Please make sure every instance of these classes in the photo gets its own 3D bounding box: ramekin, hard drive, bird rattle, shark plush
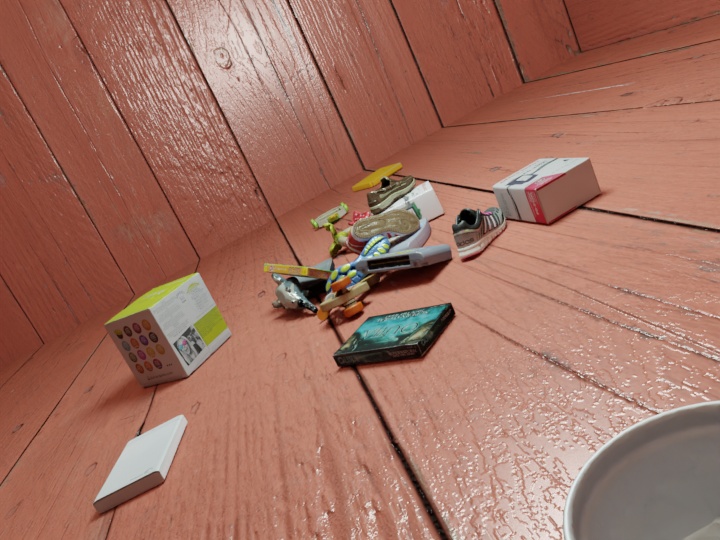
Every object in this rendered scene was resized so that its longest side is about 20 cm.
[{"bbox_3d":[0.242,0.188,0.406,0.197,0.107,0.201,-26,14,7],"label":"ramekin"},{"bbox_3d":[-0.397,0.348,1.162,0.130,0.027,0.200,-27,15,3],"label":"hard drive"},{"bbox_3d":[-0.013,-0.110,1.959,0.197,0.115,0.162,-20,21,-30],"label":"bird rattle"},{"bbox_3d":[-0.158,0.053,1.588,0.082,0.093,0.199,-10,11,-29],"label":"shark plush"},{"bbox_3d":[-0.141,0.035,1.748,0.137,0.033,0.200,-25,15,9],"label":"hard drive"}]

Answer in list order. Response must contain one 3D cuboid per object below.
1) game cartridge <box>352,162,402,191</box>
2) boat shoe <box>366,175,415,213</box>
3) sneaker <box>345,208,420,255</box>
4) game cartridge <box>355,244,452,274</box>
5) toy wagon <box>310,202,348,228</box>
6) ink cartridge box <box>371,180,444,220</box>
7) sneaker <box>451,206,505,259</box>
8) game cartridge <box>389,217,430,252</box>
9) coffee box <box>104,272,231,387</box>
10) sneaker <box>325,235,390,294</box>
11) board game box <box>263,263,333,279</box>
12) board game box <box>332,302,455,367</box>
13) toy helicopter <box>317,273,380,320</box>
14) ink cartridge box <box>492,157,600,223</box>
[{"bbox_3d":[0.077,-0.433,2.952,0.199,0.033,0.175,-38,18,-27],"label":"game cartridge"},{"bbox_3d":[0.090,-0.243,1.850,0.074,0.076,0.202,-12,21,45],"label":"boat shoe"},{"bbox_3d":[0.052,-0.096,1.632,0.196,0.073,0.113,-11,-20,-25],"label":"sneaker"},{"bbox_3d":[0.101,-0.026,1.434,0.197,0.041,0.132,-7,1,41],"label":"game cartridge"},{"bbox_3d":[-0.120,-0.215,2.545,0.153,0.040,0.200,-29,15,-5],"label":"toy wagon"},{"bbox_3d":[0.136,-0.174,1.857,0.197,0.086,0.146,-26,15,7],"label":"ink cartridge box"},{"bbox_3d":[0.260,-0.107,1.402,0.073,0.089,0.200,-13,20,42],"label":"sneaker"},{"bbox_3d":[0.115,-0.078,1.669,0.131,0.042,0.200,-24,14,29],"label":"game cartridge"},{"bbox_3d":[-0.499,0.154,1.654,0.197,0.201,0.200,-17,18,33],"label":"coffee box"},{"bbox_3d":[0.000,-0.001,1.561,0.199,0.071,0.083,-42,-21,-6],"label":"sneaker"},{"bbox_3d":[-0.157,0.003,1.646,0.197,0.031,0.094,1,-6,44],"label":"board game box"},{"bbox_3d":[0.058,0.115,1.130,0.197,0.029,0.135,-15,19,40],"label":"board game box"},{"bbox_3d":[-0.023,0.053,1.445,0.131,0.080,0.199,-27,1,38],"label":"toy helicopter"},{"bbox_3d":[0.402,-0.178,1.394,0.143,0.086,0.200,-29,15,-9],"label":"ink cartridge box"}]
